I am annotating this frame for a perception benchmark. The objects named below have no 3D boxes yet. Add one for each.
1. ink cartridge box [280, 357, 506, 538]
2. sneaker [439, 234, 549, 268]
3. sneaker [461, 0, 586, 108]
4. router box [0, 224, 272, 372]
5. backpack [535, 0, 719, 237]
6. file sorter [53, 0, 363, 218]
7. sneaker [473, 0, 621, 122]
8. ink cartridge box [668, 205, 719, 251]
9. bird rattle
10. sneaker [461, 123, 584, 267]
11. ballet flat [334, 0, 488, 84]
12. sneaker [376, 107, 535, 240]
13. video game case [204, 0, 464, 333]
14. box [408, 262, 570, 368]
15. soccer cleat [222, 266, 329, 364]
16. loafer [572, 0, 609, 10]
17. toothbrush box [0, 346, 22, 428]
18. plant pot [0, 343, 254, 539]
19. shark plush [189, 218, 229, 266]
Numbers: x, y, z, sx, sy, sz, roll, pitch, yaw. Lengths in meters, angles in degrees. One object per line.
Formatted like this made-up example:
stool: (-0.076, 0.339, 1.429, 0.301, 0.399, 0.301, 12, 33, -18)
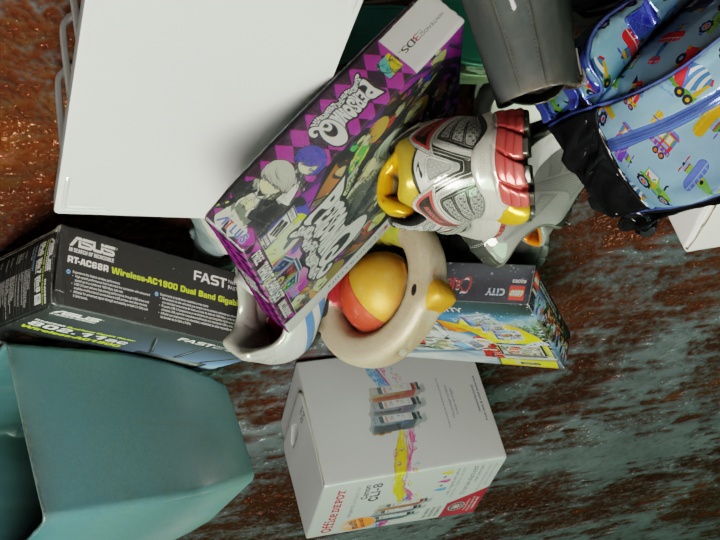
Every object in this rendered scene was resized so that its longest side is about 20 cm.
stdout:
ink cartridge box: (0.028, 0.181, 1.123, 0.198, 0.146, 0.146, -5, 146, -15)
sneaker: (0.110, -0.020, 0.931, 0.090, 0.076, 0.201, 0, 142, -10)
sneaker: (0.093, -0.151, 0.620, 0.074, 0.107, 0.200, -13, -173, 19)
router box: (-0.187, 0.033, 0.833, 0.199, 0.063, 0.149, 16, 156, -39)
backpack: (0.212, -0.118, 0.612, 0.182, 0.135, 0.200, -38, -176, -5)
file sorter: (-0.099, -0.141, 0.601, 0.138, 0.125, 0.201, 0, 143, -23)
sneaker: (0.176, -0.147, 0.760, 0.199, 0.081, 0.074, -24, 149, 15)
ink cartridge box: (0.326, -0.107, 0.823, 0.198, 0.146, 0.085, -8, 147, -13)
bird rattle: (0.000, 0.000, 0.830, 0.199, 0.164, 0.112, -36, 140, 21)
sneaker: (0.142, -0.069, 0.808, 0.199, 0.080, 0.074, -31, -169, -32)
ballet flat: (0.041, -0.156, 0.716, 0.198, 0.068, 0.062, -2, 171, -14)
sneaker: (0.049, -0.059, 0.626, 0.081, 0.079, 0.200, -3, 177, -1)
video game case: (-0.007, -0.056, 0.660, 0.181, 0.036, 0.200, -47, 166, -10)
box: (0.076, 0.039, 0.944, 0.198, 0.038, 0.137, 2, 153, 26)
soccer cleat: (-0.049, -0.021, 0.773, 0.086, 0.070, 0.202, -6, 114, -54)
loafer: (0.190, -0.243, 0.645, 0.070, 0.068, 0.200, 37, 132, -15)
toothbrush box: (-0.314, 0.130, 0.947, 0.200, 0.086, 0.146, -37, 143, 28)
plant pot: (-0.198, 0.152, 0.837, 0.199, 0.142, 0.141, 2, 144, -41)
shark plush: (-0.118, -0.058, 0.806, 0.083, 0.092, 0.200, 15, 158, -2)
